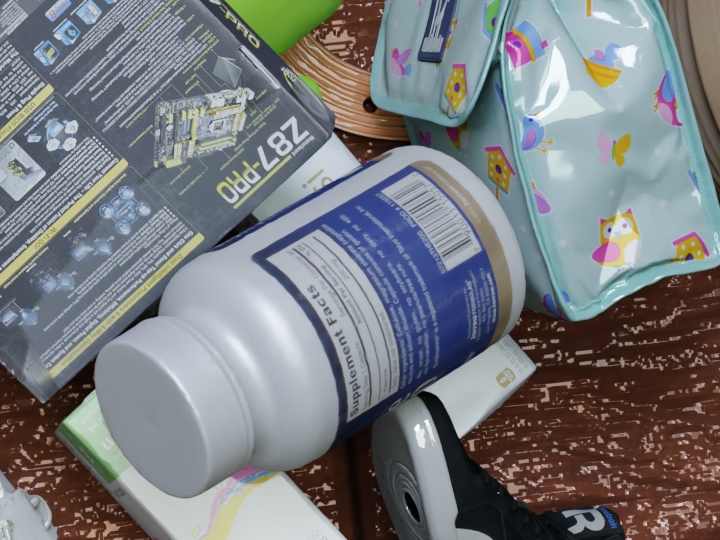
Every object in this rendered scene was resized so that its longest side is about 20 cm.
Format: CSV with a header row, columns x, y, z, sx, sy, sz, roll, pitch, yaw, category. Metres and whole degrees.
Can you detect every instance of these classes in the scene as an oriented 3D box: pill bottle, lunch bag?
x,y,z,sx,sy,sz,roll,pitch,yaw,category
-0.025,0.027,1.314,0.200,0.111,0.111,-31,89,-34,pill bottle
0.087,-0.087,1.398,0.122,0.170,0.200,-24,104,-14,lunch bag

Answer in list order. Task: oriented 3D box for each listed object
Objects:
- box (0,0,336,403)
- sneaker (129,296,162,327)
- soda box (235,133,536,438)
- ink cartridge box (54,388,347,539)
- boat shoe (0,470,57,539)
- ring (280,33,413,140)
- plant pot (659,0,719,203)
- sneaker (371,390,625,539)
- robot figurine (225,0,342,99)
x,y,z,sx,sy,sz,roll,pitch,yaw,category
-0.137,-0.060,1.320,0.200,0.049,0.161,-43,99,13,box
-0.193,0.005,1.414,0.200,0.076,0.081,-7,75,-11,sneaker
0.000,0.000,1.445,0.064,0.068,0.200,-42,91,-12,soda box
-0.063,0.131,1.394,0.067,0.117,0.200,-43,91,-10,ink cartridge box
-0.183,0.142,1.398,0.066,0.072,0.200,-10,86,-15,boat shoe
0.020,-0.168,1.494,0.200,0.019,0.201,1,83,-8,ring
0.207,-0.103,1.459,0.201,0.093,0.201,26,56,-46,plant pot
0.078,0.128,1.417,0.112,0.073,0.200,-24,122,-15,sneaker
-0.089,-0.143,1.386,0.200,0.116,0.176,-39,72,0,robot figurine
